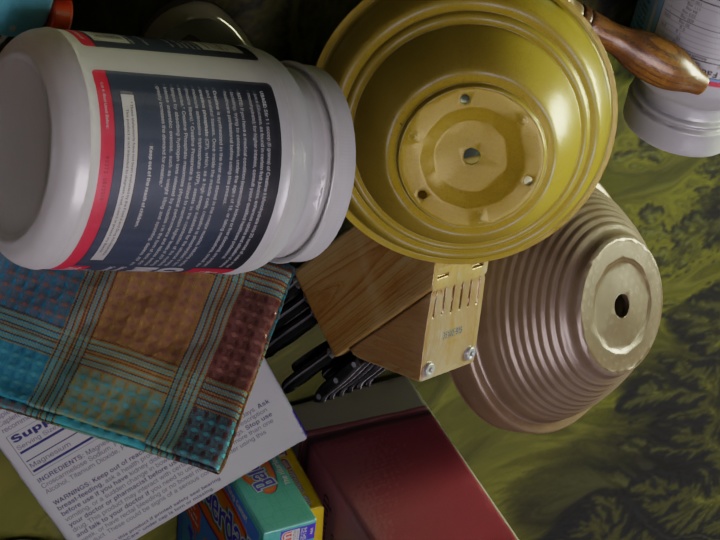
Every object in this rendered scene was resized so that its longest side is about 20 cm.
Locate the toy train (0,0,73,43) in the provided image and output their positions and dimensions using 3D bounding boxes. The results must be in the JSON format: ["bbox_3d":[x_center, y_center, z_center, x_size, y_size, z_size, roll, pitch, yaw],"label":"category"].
[{"bbox_3d":[-0.245,-0.196,1.215,0.150,0.056,0.200,-24,140,5],"label":"toy train"}]

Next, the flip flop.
[{"bbox_3d":[-0.069,-0.104,1.395,0.081,0.058,0.200,-40,137,4],"label":"flip flop"}]

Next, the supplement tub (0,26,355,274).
[{"bbox_3d":[-0.118,-0.069,1.273,0.199,0.141,0.141,2,125,-33],"label":"supplement tub"}]

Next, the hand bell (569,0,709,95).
[{"bbox_3d":[0.151,-0.164,1.415,0.199,0.104,0.104,24,112,-26],"label":"hand bell"}]

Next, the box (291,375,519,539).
[{"bbox_3d":[0.026,0.198,1.610,0.108,0.200,0.128,-13,132,-22],"label":"box"}]

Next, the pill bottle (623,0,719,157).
[{"bbox_3d":[0.249,-0.185,1.491,0.108,0.109,0.201,-7,130,-27],"label":"pill bottle"}]

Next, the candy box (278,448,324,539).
[{"bbox_3d":[-0.061,0.221,1.647,0.026,0.102,0.201,-15,132,-21],"label":"candy box"}]

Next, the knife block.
[{"bbox_3d":[0.000,0.000,1.478,0.064,0.175,0.201,-17,121,-49],"label":"knife block"}]

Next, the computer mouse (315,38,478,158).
[{"bbox_3d":[0.029,-0.088,1.432,0.199,0.053,0.139,-8,126,-52],"label":"computer mouse"}]

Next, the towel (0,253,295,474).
[{"bbox_3d":[-0.157,0.033,1.341,0.022,0.199,0.147,73,35,-72],"label":"towel"}]

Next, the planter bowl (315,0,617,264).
[{"bbox_3d":[0.066,-0.082,1.319,0.199,0.084,0.202,-1,113,-2],"label":"planter bowl"}]

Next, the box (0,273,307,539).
[{"bbox_3d":[-0.163,0.074,1.454,0.183,0.105,0.200,-30,137,-5],"label":"box"}]

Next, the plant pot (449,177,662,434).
[{"bbox_3d":[0.156,0.023,1.554,0.200,0.092,0.202,-7,100,-45],"label":"plant pot"}]

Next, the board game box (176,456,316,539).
[{"bbox_3d":[-0.089,0.210,1.584,0.045,0.152,0.201,-12,131,-23],"label":"board game box"}]
